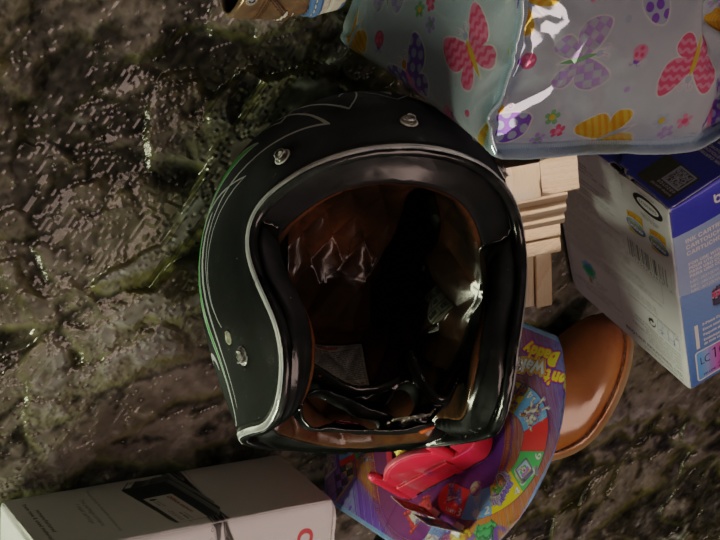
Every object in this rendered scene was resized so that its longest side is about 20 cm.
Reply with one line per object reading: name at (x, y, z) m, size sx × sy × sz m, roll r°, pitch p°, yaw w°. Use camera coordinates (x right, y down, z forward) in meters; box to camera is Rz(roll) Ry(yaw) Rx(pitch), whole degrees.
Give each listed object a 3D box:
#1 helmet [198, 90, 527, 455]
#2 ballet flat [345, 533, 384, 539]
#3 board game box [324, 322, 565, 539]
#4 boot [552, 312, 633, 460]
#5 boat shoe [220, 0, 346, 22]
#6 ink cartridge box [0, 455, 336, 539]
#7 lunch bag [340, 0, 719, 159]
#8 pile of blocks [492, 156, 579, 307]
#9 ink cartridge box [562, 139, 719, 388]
helmet at (0.000, 0.000, 0.875) m, size 0.199 × 0.200 × 0.192 m, roll 8°, pitch 74°, yaw -38°
ballet flat at (0.023, 0.176, 1.025) m, size 0.064 × 0.076 × 0.200 m, roll 31°, pitch 88°, yaw -22°
board game box at (0.037, 0.088, 0.963) m, size 0.039 × 0.200 × 0.158 m, roll 30°, pitch 86°, yaw -37°
boot at (0.086, 0.082, 1.089) m, size 0.200 × 0.077 × 0.155 m, roll -43°, pitch 132°, yaw 11°
boat shoe at (-0.046, -0.208, 0.773) m, size 0.072 × 0.072 × 0.201 m, roll -20°, pitch 131°, yaw -19°
ink cartridge box at (-0.124, 0.212, 1.004) m, size 0.199 × 0.084 × 0.145 m, roll -6°, pitch 111°, yaw -31°
lunch bag at (0.118, -0.146, 0.863) m, size 0.199 × 0.170 × 0.128 m, roll -1°, pitch 119°, yaw -31°
pile of blocks at (0.088, -0.045, 0.974) m, size 0.062 × 0.082 × 0.200 m, roll -11°, pitch 152°, yaw -7°
ink cartridge box at (0.192, -0.040, 1.013) m, size 0.076 × 0.136 × 0.200 m, roll -32°, pitch 135°, yaw -13°
